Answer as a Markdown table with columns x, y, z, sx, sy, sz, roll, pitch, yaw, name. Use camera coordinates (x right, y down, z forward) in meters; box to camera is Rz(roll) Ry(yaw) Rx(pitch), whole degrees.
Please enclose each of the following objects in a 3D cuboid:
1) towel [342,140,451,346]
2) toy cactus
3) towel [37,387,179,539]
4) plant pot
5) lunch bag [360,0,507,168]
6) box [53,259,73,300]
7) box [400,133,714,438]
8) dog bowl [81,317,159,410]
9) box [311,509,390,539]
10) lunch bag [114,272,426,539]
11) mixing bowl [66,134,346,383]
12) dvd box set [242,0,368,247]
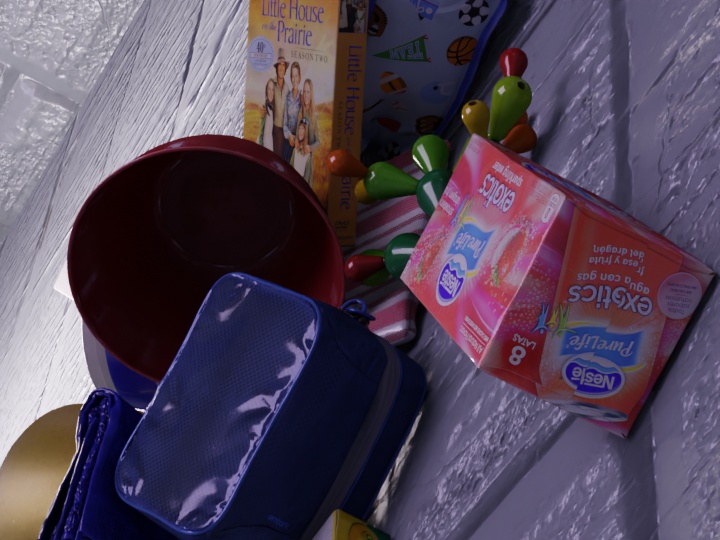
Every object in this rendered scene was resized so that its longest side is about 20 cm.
| x | y | z | sx | sy | sz | roll | pitch | yaw | name |
| --- | --- | --- | --- | --- | --- | --- | --- | --- | --- |
| 0.000 | 0.000 | 1.546 | 0.146 | 0.030 | 0.201 | -26 | 38 | 37 | towel |
| 0.054 | -0.045 | 1.397 | 0.200 | 0.102 | 0.166 | -41 | 36 | 25 | toy cactus |
| -0.131 | 0.190 | 1.440 | 0.049 | 0.200 | 0.148 | -18 | 42 | 34 | towel |
| -0.161 | 0.195 | 1.575 | 0.141 | 0.200 | 0.201 | -10 | 51 | 41 | plant pot |
| 0.030 | -0.190 | 1.641 | 0.170 | 0.123 | 0.201 | -86 | 13 | -51 | lunch bag |
| -0.253 | 0.006 | 2.265 | 0.102 | 0.112 | 0.200 | -63 | 16 | -3 | box |
| 0.101 | 0.003 | 1.136 | 0.103 | 0.094 | 0.200 | -63 | 15 | 8 | box |
| -0.163 | 0.024 | 1.811 | 0.200 | 0.078 | 0.201 | 7 | -90 | -71 | dog bowl |
| -0.029 | 0.254 | 1.259 | 0.118 | 0.048 | 0.200 | -54 | 16 | 31 | box |
| -0.050 | 0.104 | 1.391 | 0.136 | 0.132 | 0.201 | 22 | 81 | 50 | lunch bag |
| -0.104 | -0.023 | 1.506 | 0.201 | 0.199 | 0.109 | -56 | 12 | 28 | mixing bowl |
| -0.045 | -0.127 | 1.577 | 0.146 | 0.029 | 0.201 | 19 | 108 | 58 | dvd box set |
